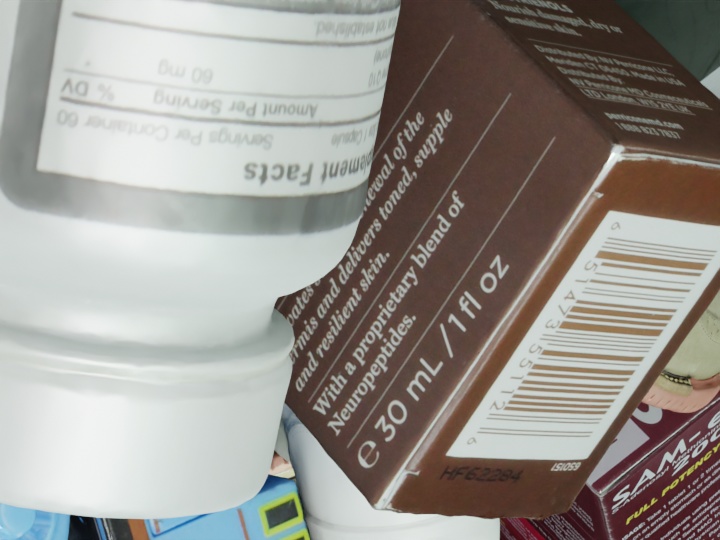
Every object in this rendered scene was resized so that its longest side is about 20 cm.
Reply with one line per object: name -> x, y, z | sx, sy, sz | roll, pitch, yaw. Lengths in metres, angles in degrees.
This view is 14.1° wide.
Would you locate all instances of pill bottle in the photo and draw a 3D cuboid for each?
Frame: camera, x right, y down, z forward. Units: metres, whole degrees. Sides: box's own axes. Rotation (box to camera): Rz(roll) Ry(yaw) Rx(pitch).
pill bottle -> -0.048, -0.060, 0.578 | 0.113, 0.114, 0.201 | -3, 108, -47

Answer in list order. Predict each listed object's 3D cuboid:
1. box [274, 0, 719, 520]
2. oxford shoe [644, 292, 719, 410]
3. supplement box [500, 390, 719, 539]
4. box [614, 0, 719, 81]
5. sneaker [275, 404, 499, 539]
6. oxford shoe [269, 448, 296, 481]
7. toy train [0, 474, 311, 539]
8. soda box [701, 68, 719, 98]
box -> -0.006, -0.047, 0.666 | 0.075, 0.200, 0.100 | 6, 123, -48
oxford shoe -> 0.098, -0.013, 0.838 | 0.074, 0.071, 0.200 | -55, 166, 20
supplement box -> 0.080, 0.071, 0.992 | 0.061, 0.109, 0.200 | -37, 149, -11
box -> 0.072, -0.164, 0.685 | 0.148, 0.124, 0.200 | -36, 148, -12
sneaker -> 0.000, 0.000, 0.811 | 0.073, 0.200, 0.116 | -10, 105, -5
oxford shoe -> -0.041, 0.085, 0.879 | 0.199, 0.071, 0.074 | -23, 108, -37
toy train -> -0.079, 0.048, 0.726 | 0.114, 0.087, 0.201 | -22, 100, -38
soda box -> 0.105, -0.098, 0.856 | 0.199, 0.068, 0.064 | -26, 145, -27
